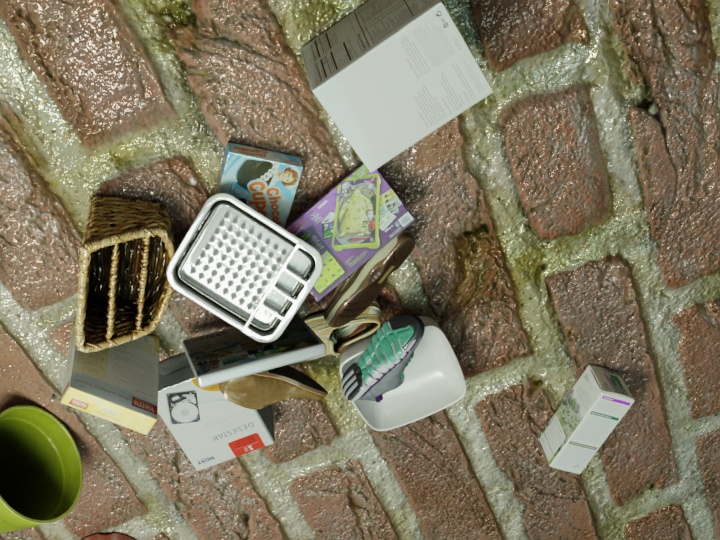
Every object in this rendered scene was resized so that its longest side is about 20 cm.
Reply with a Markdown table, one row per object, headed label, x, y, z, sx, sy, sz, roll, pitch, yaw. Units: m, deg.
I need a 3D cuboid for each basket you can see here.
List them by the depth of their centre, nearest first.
| label | x | y | z | sx | sy | sz | roll | pitch | yaw |
| --- | --- | --- | --- | --- | --- | --- | --- | --- | --- |
| basket | -0.346 | 0.012 | 1.361 | 0.141 | 0.150 | 0.202 | 6 | 122 | -15 |

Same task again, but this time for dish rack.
| label | x | y | z | sx | sy | sz | roll | pitch | yaw |
| --- | --- | --- | --- | --- | --- | --- | --- | --- | --- |
| dish rack | -0.172 | -0.007 | 1.364 | 0.199 | 0.044 | 0.172 | 32 | 105 | -9 |

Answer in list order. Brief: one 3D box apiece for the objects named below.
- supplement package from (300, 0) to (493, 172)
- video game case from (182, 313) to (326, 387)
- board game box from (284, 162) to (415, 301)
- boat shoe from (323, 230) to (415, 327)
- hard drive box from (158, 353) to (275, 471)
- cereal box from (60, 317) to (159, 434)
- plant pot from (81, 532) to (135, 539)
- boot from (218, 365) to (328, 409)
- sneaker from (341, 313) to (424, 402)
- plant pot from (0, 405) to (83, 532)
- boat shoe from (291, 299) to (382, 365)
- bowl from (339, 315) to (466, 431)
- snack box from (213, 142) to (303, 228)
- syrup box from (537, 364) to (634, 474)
| label | x | y | z | sx | sy | sz | roll | pitch | yaw |
| --- | --- | --- | --- | --- | --- | --- | --- | --- | --- |
| supplement package | 0.045 | -0.274 | 1.240 | 0.199 | 0.151 | 0.152 | -32 | 125 | 11 |
| video game case | -0.171 | 0.121 | 1.430 | 0.198 | 0.182 | 0.022 | -13 | 107 | -15 |
| board game box | -0.028 | -0.062 | 1.396 | 0.199 | 0.032 | 0.120 | -39 | 105 | 4 |
| boat shoe | 0.003 | 0.001 | 1.472 | 0.203 | 0.075 | 0.075 | -48 | 153 | 13 |
| hard drive box | -0.255 | 0.232 | 1.572 | 0.154 | 0.077 | 0.201 | -21 | 126 | 4 |
| cereal box | -0.385 | 0.153 | 1.417 | 0.143 | 0.201 | 0.040 | 27 | 115 | -25 |
| plant pot | -0.484 | 0.620 | 1.718 | 0.198 | 0.196 | 0.203 | -5 | 125 | -7 |
| boot | -0.146 | 0.195 | 1.510 | 0.198 | 0.073 | 0.076 | 20 | 96 | -33 |
| sneaker | 0.054 | 0.146 | 1.498 | 0.087 | 0.075 | 0.200 | 17 | 130 | -36 |
| plant pot | -0.610 | 0.359 | 1.534 | 0.192 | 0.202 | 0.200 | -28 | 125 | 23 |
| boat shoe | -0.054 | 0.112 | 1.527 | 0.199 | 0.077 | 0.072 | -31 | 127 | 13 |
| bowl | 0.070 | 0.172 | 1.595 | 0.198 | 0.075 | 0.201 | -23 | 125 | 4 |
| snack box | -0.170 | -0.090 | 1.392 | 0.115 | 0.037 | 0.202 | 9 | 121 | -18 |
| syrup box | 0.429 | 0.286 | 1.738 | 0.081 | 0.079 | 0.201 | 17 | 119 | -21 |
